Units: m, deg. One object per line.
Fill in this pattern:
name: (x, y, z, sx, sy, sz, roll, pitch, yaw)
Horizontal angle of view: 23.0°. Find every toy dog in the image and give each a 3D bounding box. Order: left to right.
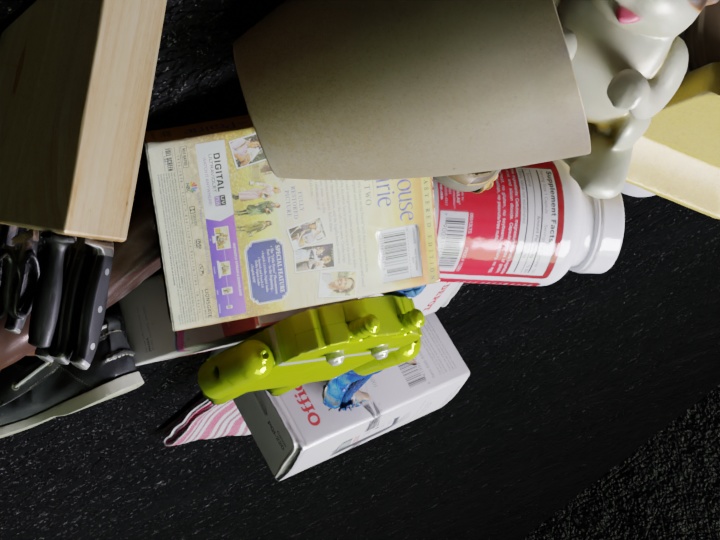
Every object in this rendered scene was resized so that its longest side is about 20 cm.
toy dog: (0.196, -0.182, 1.313, 0.194, 0.139, 0.200, -45, 169, -37)

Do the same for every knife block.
knife block: (-0.162, -0.052, 1.008, 0.200, 0.176, 0.064, -38, 162, 19)

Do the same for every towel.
towel: (-0.103, 0.136, 1.858, 0.146, 0.030, 0.200, -39, 162, 24)

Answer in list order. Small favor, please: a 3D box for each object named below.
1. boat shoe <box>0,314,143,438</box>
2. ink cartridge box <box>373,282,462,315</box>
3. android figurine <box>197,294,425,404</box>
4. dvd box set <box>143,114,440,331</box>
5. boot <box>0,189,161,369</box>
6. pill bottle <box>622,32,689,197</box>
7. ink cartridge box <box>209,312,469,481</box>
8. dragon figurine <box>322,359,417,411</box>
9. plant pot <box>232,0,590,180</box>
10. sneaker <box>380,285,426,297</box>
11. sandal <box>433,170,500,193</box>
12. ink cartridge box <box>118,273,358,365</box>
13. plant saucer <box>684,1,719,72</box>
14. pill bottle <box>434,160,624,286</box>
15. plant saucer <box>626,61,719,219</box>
boat shoe: (-0.271, 0.095, 1.423, 0.199, 0.068, 0.072, -22, -179, 18)
ink cartridge box: (0.000, 0.000, 1.572, 0.199, 0.083, 0.147, -20, 160, -32)
android figurine: (-0.033, 0.062, 1.365, 0.181, 0.041, 0.200, -4, 166, -43)
dvd box set: (-0.046, -0.043, 1.244, 0.199, 0.029, 0.147, -11, 117, -9)
boot: (-0.198, -0.003, 1.264, 0.200, 0.064, 0.186, -35, 176, 20)
pill bottle: (0.276, -0.148, 1.586, 0.112, 0.113, 0.200, -24, 161, -21)
ink cartridge box: (-0.021, 0.091, 1.678, 0.199, 0.146, 0.085, -21, 161, -30)
dragon figurine: (-0.018, 0.081, 1.528, 0.099, 0.059, 0.200, -35, 164, 16)
plant pot: (0.026, -0.135, 1.141, 0.199, 0.188, 0.187, -18, 163, 5)
sneaker: (0.020, -0.064, 1.325, 0.083, 0.070, 0.200, -51, 137, -44)
sandal: (0.082, -0.086, 1.370, 0.054, 0.080, 0.200, -63, 171, 21)
ink cartridge box: (-0.113, 0.026, 1.419, 0.199, 0.068, 0.116, -17, 174, 43)
plant saucer: (0.346, -0.218, 1.457, 0.199, 0.029, 0.201, -16, 119, -32)
pill bottle: (0.114, -0.044, 1.482, 0.199, 0.113, 0.112, 3, 150, -19)
plant saucer: (0.296, -0.109, 1.453, 0.199, 0.049, 0.200, 20, 161, -27)
